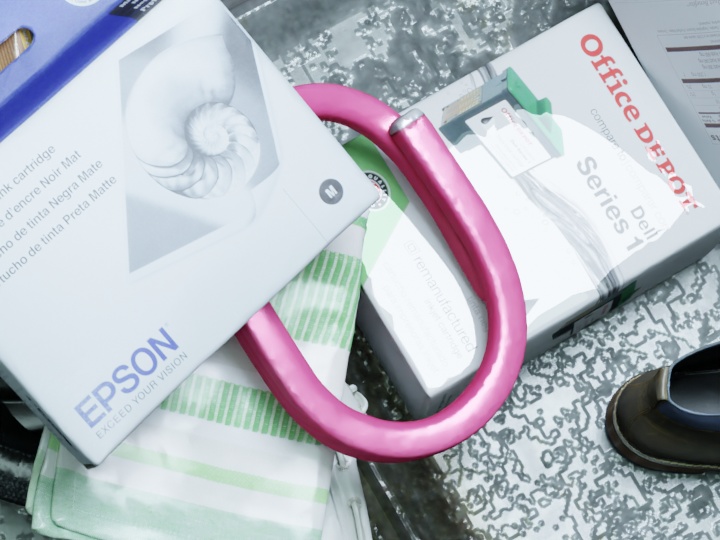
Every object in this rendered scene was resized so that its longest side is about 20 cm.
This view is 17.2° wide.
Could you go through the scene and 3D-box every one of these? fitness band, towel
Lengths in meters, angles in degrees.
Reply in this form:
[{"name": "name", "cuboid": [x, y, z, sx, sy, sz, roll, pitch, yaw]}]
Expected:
[{"name": "fitness band", "cuboid": [0.000, 0.000, 1.199, 0.143, 0.037, 0.201, -33, 91, -20]}, {"name": "towel", "cuboid": [-0.078, 0.047, 1.195, 0.151, 0.023, 0.202, 14, 76, -16]}]

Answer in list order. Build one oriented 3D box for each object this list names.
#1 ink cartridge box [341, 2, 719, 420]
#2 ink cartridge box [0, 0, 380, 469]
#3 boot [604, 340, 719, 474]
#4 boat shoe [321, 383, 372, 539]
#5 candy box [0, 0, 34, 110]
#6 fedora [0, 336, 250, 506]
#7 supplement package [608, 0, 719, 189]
[{"name": "ink cartridge box", "cuboid": [0.081, -0.032, 1.295, 0.199, 0.084, 0.147, -30, 80, -11]}, {"name": "ink cartridge box", "cuboid": [-0.123, -0.045, 1.130, 0.200, 0.041, 0.200, -44, 96, -17]}, {"name": "boot", "cuboid": [0.236, 0.075, 1.270, 0.198, 0.097, 0.075, -3, 75, -4]}, {"name": "boat shoe", "cuboid": [-0.024, 0.089, 1.265, 0.065, 0.072, 0.202, -4, 73, -15]}, {"name": "candy box", "cuboid": [-0.246, -0.069, 1.200, 0.198, 0.055, 0.116, -9, 85, 19]}, {"name": "fedora", "cuboid": [-0.152, 0.042, 1.255, 0.199, 0.092, 0.202, 1, 75, -4]}, {"name": "supplement package", "cuboid": [0.223, -0.125, 1.266, 0.114, 0.109, 0.201, -38, 111, -23]}]
